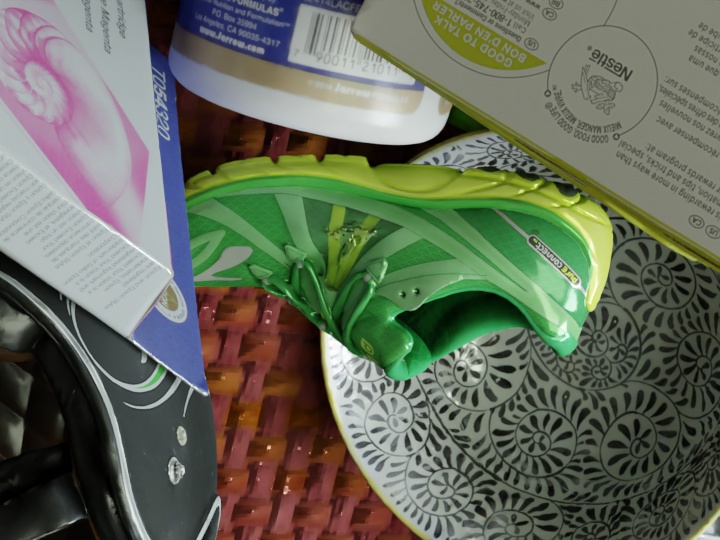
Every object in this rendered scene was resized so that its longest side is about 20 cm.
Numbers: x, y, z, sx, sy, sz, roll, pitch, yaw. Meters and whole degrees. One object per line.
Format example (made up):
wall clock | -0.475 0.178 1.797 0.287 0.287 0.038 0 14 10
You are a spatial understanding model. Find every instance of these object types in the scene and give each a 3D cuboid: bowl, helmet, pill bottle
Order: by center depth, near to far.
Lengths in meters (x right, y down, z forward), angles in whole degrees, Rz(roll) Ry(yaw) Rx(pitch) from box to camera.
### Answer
helmet | -0.146 0.066 1.130 0.200 0.191 0.200 0 92 5
pill bottle | 0.000 -0.159 1.163 0.116 0.116 0.200 7 104 -32
bowl | 0.092 0.028 1.285 0.094 0.200 0.201 -26 130 -62

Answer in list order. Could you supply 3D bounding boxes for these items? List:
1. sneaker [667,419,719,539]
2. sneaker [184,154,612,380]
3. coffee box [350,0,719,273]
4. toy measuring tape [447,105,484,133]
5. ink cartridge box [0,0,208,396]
sneaker | 0.155 0.110 1.329 0.075 0.115 0.200 23 127 -15
sneaker | 0.000 0.000 1.197 0.074 0.200 0.084 41 54 -66
coffee box | 0.150 -0.102 1.095 0.198 0.200 0.200 -59 160 4
toy measuring tape | 0.086 -0.133 1.260 0.200 0.074 0.074 -41 125 -20
ink cartridge box | -0.117 -0.078 1.087 0.043 0.197 0.200 -36 129 23
